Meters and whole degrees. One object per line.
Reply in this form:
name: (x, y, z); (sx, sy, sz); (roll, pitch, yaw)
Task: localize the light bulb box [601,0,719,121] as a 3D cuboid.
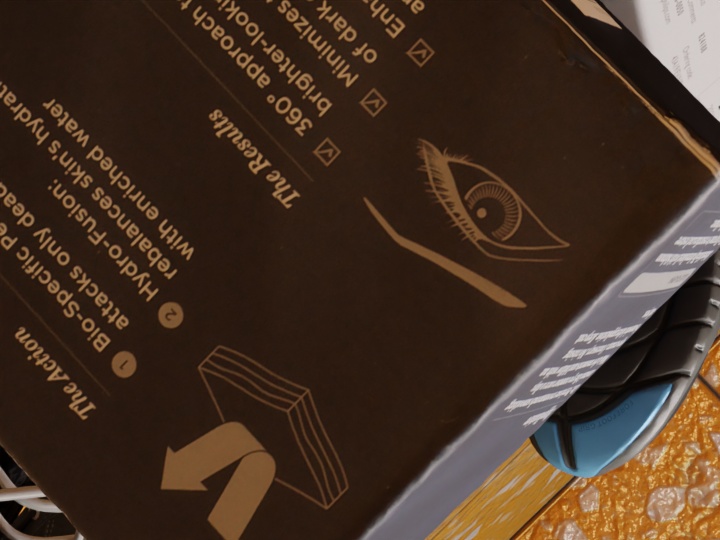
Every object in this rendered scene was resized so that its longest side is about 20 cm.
light bulb box: (0.138, -0.151, 0.951); (0.200, 0.125, 0.198); (-42, 155, -8)

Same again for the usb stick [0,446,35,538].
usb stick: (-0.160, 0.092, 1.119); (0.055, 0.033, 0.200); (-24, 158, -40)

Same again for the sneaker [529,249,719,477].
sneaker: (0.117, -0.006, 1.046); (0.082, 0.073, 0.201); (63, 43, -61)

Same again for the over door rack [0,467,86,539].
over door rack: (-0.166, 0.080, 0.916); (0.199, 0.067, 0.148); (-17, 167, -14)

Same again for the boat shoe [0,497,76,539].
boat shoe: (-0.139, 0.152, 1.103); (0.068, 0.057, 0.200); (2, 148, -30)

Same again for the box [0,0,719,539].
box: (-0.024, -0.025, 0.765); (0.200, 0.197, 0.117); (-46, 169, 12)
